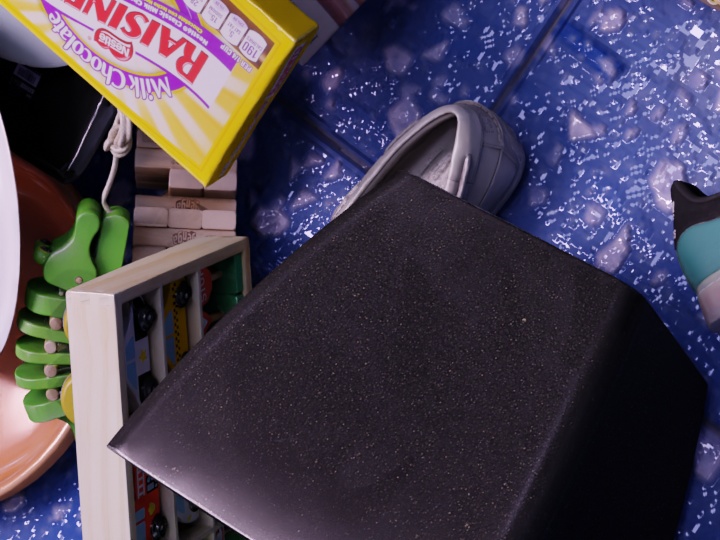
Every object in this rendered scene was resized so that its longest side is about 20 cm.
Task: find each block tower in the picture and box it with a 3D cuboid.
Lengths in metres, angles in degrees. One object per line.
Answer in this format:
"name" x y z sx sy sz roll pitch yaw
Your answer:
"block tower" -0.089 -0.036 1.253 0.057 0.054 0.202 3 79 -4

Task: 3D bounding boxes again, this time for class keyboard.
"keyboard" -0.155 -0.108 1.292 0.200 0.039 0.105 32 98 57

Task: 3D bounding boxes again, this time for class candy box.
"candy box" -0.119 -0.139 1.145 0.200 0.026 0.102 41 132 7

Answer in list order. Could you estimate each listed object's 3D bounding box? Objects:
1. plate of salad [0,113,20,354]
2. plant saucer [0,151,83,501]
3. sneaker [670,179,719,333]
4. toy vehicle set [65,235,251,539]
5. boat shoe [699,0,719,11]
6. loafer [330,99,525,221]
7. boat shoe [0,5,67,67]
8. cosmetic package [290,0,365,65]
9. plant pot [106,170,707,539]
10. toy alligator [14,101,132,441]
"plate of salad" -0.211 -0.044 1.260 0.200 0.048 0.202 22 117 54
"plant saucer" -0.212 0.031 1.324 0.199 0.037 0.202 -6 76 27
"sneaker" 0.225 -0.050 1.092 0.199 0.071 0.080 -29 72 21
"toy vehicle set" -0.087 0.093 1.156 0.026 0.124 0.202 4 105 26
"boat shoe" 0.124 -0.158 1.147 0.199 0.072 0.060 20 97 6
"loafer" 0.000 0.000 1.199 0.070 0.070 0.201 39 99 28
"boat shoe" -0.183 -0.161 1.266 0.199 0.071 0.091 8 45 39
"cosmetic package" -0.004 -0.213 1.195 0.200 0.103 0.087 -47 49 -4
"plant pot" 0.043 0.076 1.103 0.199 0.200 0.178 27 81 29
"toy alligator" -0.142 0.009 1.211 0.054 0.059 0.201 2 109 -6
